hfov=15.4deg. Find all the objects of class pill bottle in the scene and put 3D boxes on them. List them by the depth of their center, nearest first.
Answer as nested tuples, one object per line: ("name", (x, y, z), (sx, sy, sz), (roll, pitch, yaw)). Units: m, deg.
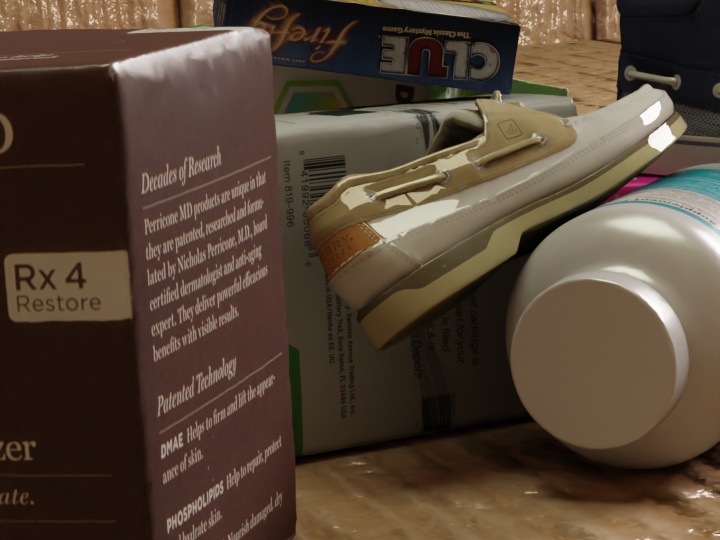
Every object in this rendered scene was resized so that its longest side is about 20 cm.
("pill bottle", (0.130, 0.020, 1.131), (0.111, 0.111, 0.200), (1, 11, 24))

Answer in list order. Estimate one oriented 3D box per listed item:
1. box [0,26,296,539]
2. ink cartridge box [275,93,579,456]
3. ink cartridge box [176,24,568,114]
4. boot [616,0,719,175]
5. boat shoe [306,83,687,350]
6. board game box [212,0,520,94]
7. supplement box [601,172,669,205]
("box", (-0.126, 0.021, 0.936), (0.166, 0.200, 0.164), (-1, 10, 16))
("ink cartridge box", (0.000, 0.000, 1.196), (0.200, 0.147, 0.083), (-7, 9, -30))
("ink cartridge box", (-0.007, -0.054, 1.304), (0.200, 0.104, 0.059), (11, 13, 18))
("boot", (0.204, -0.089, 1.219), (0.200, 0.091, 0.073), (3, 13, 31))
("boat shoe", (0.061, -0.042, 1.133), (0.200, 0.068, 0.075), (-31, -8, -39))
("board game box", (-0.003, -0.123, 1.293), (0.135, 0.035, 0.200), (7, 11, -5))
("supplement box", (0.206, -0.002, 1.273), (0.200, 0.104, 0.101), (1, 11, 15))
